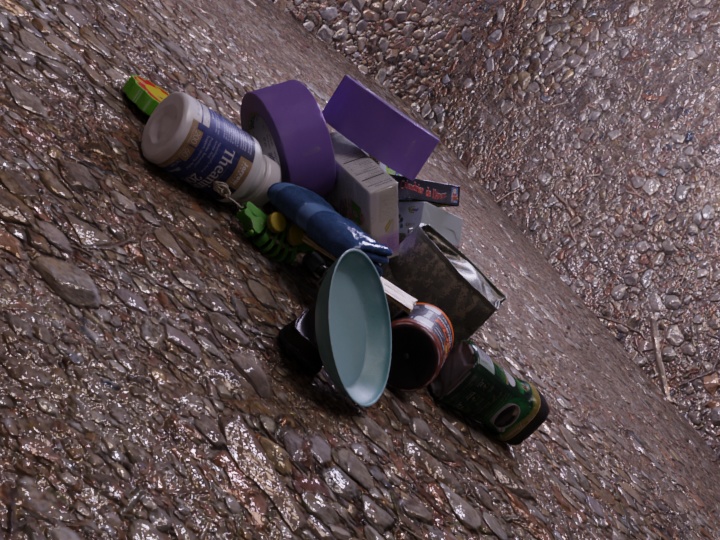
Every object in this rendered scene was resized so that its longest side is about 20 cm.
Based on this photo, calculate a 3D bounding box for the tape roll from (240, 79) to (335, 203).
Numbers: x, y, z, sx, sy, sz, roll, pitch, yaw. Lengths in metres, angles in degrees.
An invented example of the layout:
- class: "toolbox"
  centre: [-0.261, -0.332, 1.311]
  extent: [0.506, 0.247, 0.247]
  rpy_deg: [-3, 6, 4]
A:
- class: "tape roll"
  centre: [-0.123, -0.208, 1.595]
  extent: [0.084, 0.202, 0.200]
  rpy_deg: [-20, 45, -22]

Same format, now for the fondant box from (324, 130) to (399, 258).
- class: "fondant box"
  centre: [-0.009, -0.124, 1.608]
  extent: [0.200, 0.058, 0.146]
  rpy_deg: [48, -30, 45]

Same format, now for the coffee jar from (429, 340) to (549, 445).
- class: "coffee jar"
  centre: [0.211, 0.201, 1.545]
  extent: [0.199, 0.104, 0.086]
  rpy_deg: [35, 19, -30]

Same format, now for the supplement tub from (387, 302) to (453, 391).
- class: "supplement tub"
  centre: [0.086, 0.109, 1.468]
  extent: [0.107, 0.107, 0.200]
  rpy_deg: [43, 16, 3]

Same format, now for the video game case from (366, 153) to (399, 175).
- class: "video game case"
  centre: [-0.047, -0.189, 1.806]
  extent: [0.181, 0.197, 0.046]
  rpy_deg: [14, 75, -62]

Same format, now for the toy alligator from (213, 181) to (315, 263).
- class: "toy alligator"
  centre: [-0.149, -0.060, 1.433]
  extent: [0.199, 0.059, 0.055]
  rpy_deg: [33, 58, -33]

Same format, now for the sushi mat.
- class: "sushi mat"
  centre: [0.000, 0.000, 1.446]
  extent: [0.199, 0.012, 0.096]
  rpy_deg: [34, 12, 5]

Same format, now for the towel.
- class: "towel"
  centre: [-0.047, -0.067, 1.433]
  extent: [0.200, 0.049, 0.111]
  rpy_deg: [40, 12, 31]

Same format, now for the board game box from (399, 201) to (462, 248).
- class: "board game box"
  centre: [0.071, -0.085, 1.806]
  extent: [0.198, 0.065, 0.147]
  rpy_deg: [4, -9, 37]

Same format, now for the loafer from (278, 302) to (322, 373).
- class: "loafer"
  centre: [-0.054, 0.071, 1.276]
  extent: [0.073, 0.071, 0.200]
  rpy_deg: [41, 15, -5]

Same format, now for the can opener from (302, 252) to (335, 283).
- class: "can opener"
  centre: [-0.048, -0.025, 1.585]
  extent: [0.067, 0.053, 0.200]
  rpy_deg: [43, 14, -3]

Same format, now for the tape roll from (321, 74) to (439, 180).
- class: "tape roll"
  centre: [0.033, -0.246, 1.651]
  extent: [0.199, 0.086, 0.200]
  rpy_deg: [33, 10, -6]

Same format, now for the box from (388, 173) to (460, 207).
- class: "box"
  centre: [0.066, -0.145, 1.759]
  extent: [0.198, 0.038, 0.136]
  rpy_deg: [5, -2, -37]

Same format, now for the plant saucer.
- class: "plant saucer"
  centre: [-0.012, 0.075, 1.236]
  extent: [0.199, 0.035, 0.203]
  rpy_deg: [-8, 90, -67]

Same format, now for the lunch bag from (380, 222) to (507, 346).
- class: "lunch bag"
  centre: [0.118, 0.039, 1.627]
  extent: [0.200, 0.164, 0.117]
  rpy_deg: [45, 21, 5]

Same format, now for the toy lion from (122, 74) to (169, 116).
- class: "toy lion"
  centre: [-0.288, -0.239, 1.552]
  extent: [0.199, 0.069, 0.192]
  rpy_deg: [31, 12, -40]

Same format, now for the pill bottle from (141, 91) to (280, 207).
- class: "pill bottle"
  centre: [-0.218, -0.171, 1.432]
  extent: [0.199, 0.111, 0.111]
  rpy_deg: [30, 20, -40]
